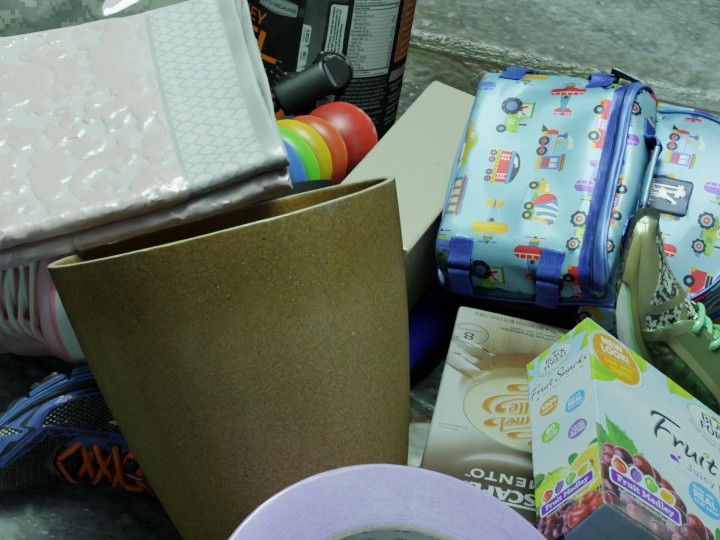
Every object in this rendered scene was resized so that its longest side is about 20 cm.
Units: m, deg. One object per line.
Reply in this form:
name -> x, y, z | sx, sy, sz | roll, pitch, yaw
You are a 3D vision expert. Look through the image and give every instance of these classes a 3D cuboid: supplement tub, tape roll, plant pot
supplement tub -> -0.025, -0.173, 1.612 | 0.122, 0.201, 0.123 | 8, 25, -4
tape roll -> 0.013, 0.194, 1.081 | 0.199, 0.066, 0.201 | 8, 59, -13
plant pot -> -0.050, 0.070, 1.205 | 0.186, 0.201, 0.186 | -13, 5, 1

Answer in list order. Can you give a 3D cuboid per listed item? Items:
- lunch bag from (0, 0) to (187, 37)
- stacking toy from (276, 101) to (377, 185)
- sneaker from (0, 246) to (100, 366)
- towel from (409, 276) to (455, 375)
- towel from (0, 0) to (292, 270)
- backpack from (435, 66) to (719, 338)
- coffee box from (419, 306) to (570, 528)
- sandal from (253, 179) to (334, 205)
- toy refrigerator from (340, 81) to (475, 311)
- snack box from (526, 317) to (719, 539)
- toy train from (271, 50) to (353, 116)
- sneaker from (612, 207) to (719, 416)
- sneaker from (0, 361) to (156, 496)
lunch bag -> -0.181, -0.154, 1.581 | 0.199, 0.168, 0.139 | -3, 33, -20
stacking toy -> -0.052, -0.066, 1.474 | 0.085, 0.086, 0.200 | 23, 30, 23
sneaker -> -0.192, 0.018, 1.341 | 0.104, 0.076, 0.200 | 2, 0, -1
towel -> 0.000, 0.000, 1.491 | 0.147, 0.050, 0.200 | 20, 33, 19
towel -> -0.143, -0.085, 1.302 | 0.190, 0.032, 0.200 | -14, 38, -3
backpack -> 0.162, -0.027, 1.410 | 0.199, 0.135, 0.183 | 10, 63, 22
coffee box -> 0.092, 0.113, 1.299 | 0.114, 0.080, 0.200 | 11, 31, 3
sandal -> -0.113, -0.048, 1.329 | 0.199, 0.045, 0.075 | -8, 4, -19
toy refrigerator -> 0.028, -0.040, 1.457 | 0.070, 0.076, 0.200 | 23, 35, 11
snack box -> 0.176, 0.133, 1.209 | 0.200, 0.053, 0.142 | 36, 29, -24
toy train -> -0.093, -0.088, 1.538 | 0.200, 0.034, 0.046 | -30, 5, 1
sneaker -> 0.197, 0.054, 1.301 | 0.088, 0.201, 0.077 | -11, 20, 14
sneaker -> -0.115, 0.095, 1.289 | 0.199, 0.075, 0.079 | -11, 56, -14
